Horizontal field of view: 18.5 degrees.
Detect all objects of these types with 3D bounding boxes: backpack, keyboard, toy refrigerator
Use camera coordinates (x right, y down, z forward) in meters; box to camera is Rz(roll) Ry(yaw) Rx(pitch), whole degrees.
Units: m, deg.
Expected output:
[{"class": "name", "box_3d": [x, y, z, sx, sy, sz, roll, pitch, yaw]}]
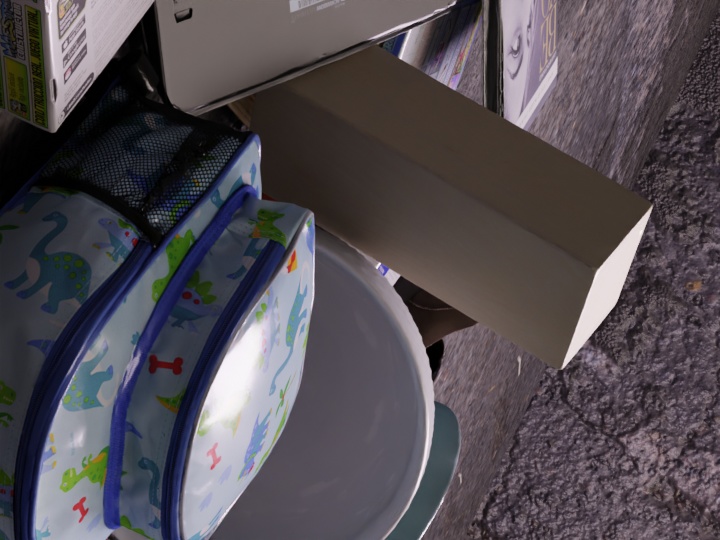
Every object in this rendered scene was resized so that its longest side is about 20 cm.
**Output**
[{"class": "backpack", "box_3d": [-0.111, 0.039, 0.985, 0.200, 0.146, 0.184, -50, 157, -43]}, {"class": "keyboard", "box_3d": [-0.029, -0.160, 1.084, 0.199, 0.021, 0.128, -26, 124, -36]}, {"class": "toy refrigerator", "box_3d": [0.042, -0.042, 1.124, 0.070, 0.199, 0.076, -45, 159, -41]}]

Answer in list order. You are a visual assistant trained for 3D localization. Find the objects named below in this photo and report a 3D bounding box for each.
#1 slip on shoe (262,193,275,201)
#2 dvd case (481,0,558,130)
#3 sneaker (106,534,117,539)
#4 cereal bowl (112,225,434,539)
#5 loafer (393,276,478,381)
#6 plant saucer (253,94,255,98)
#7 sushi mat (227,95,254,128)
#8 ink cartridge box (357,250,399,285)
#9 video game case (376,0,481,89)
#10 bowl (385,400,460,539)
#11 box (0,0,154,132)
[{"class": "slip on shoe", "box_3d": [-0.073, -0.001, 1.283, 0.200, 0.061, 0.074, -54, 161, -51]}, {"class": "dvd case", "box_3d": [0.092, -0.175, 1.248, 0.149, 0.016, 0.201, -55, 148, -61]}, {"class": "sneaker", "box_3d": [-0.193, 0.241, 1.255, 0.093, 0.070, 0.201, -14, 132, -53]}, {"class": "cereal bowl", "box_3d": [-0.056, 0.063, 1.157, 0.083, 0.199, 0.201, -48, 160, -75]}, {"class": "loafer", "box_3d": [0.013, 0.053, 1.382, 0.200, 0.071, 0.073, -42, -175, 40]}, {"class": "plant saucer", "box_3d": [-0.015, -0.172, 1.204, 0.200, 0.037, 0.201, 23, 90, -80]}, {"class": "sushi mat", "box_3d": [-0.057, -0.136, 1.202, 0.200, 0.012, 0.096, 48, 66, -78]}, {"class": "ink cartridge box", "box_3d": [0.000, 0.000, 1.258, 0.200, 0.037, 0.095, -52, 171, -3]}, {"class": "video game case", "box_3d": [0.033, -0.152, 1.258, 0.201, 0.045, 0.181, -70, 168, 16]}, {"class": "bowl", "box_3d": [-0.037, 0.142, 1.512, 0.201, 0.105, 0.201, -43, -161, 18]}, {"class": "box", "box_3d": [-0.093, -0.165, 0.929, 0.201, 0.035, 0.110, -58, 166, -33]}]
